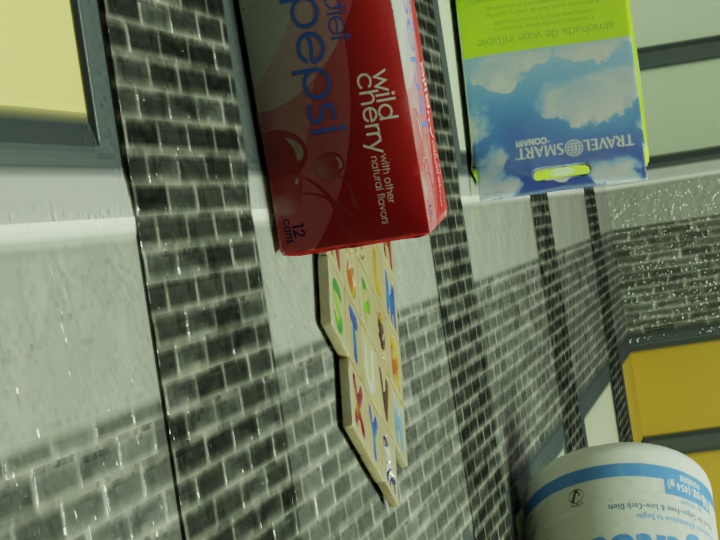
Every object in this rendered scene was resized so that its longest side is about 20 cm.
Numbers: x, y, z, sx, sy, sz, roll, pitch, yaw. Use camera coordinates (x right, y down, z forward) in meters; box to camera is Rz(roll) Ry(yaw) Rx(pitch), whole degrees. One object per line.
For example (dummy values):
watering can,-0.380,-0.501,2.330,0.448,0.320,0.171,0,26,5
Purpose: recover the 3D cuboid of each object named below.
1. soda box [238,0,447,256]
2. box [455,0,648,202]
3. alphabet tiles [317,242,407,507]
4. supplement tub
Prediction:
soda box,-0.013,-0.110,0.967,0.070,0.063,0.200,-43,123,-79
box,0.131,-0.142,1.669,0.048,0.122,0.200,59,24,-70
alphabet tiles,0.000,0.000,1.116,0.166,0.006,0.200,64,20,-60
supplement tub,0.177,0.227,1.592,0.132,0.132,0.200,69,15,-53
